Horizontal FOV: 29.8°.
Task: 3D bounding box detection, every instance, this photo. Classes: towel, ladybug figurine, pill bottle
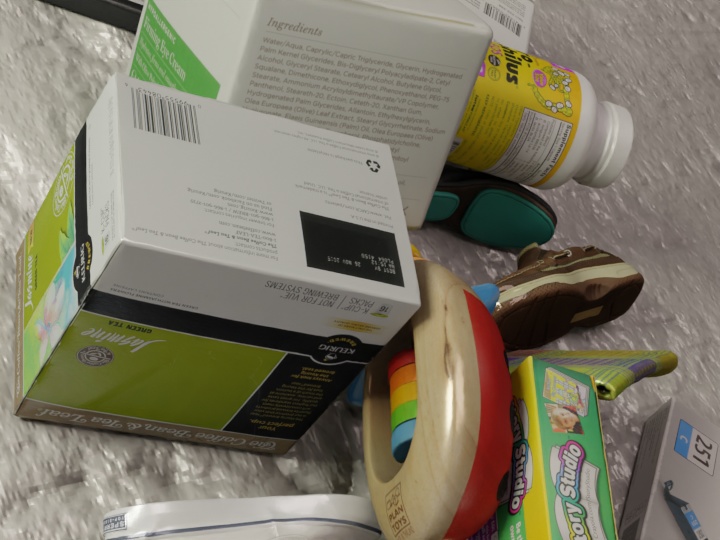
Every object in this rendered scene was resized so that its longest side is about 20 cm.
[{"bbox_3d":[0.150,0.076,1.009,0.200,0.142,0.023,-3,93,-66],"label":"towel"},{"bbox_3d":[0.051,0.089,0.860,0.071,0.136,0.202,11,57,-19],"label":"ladybug figurine"},{"bbox_3d":[0.126,-0.130,1.129,0.198,0.104,0.105,15,46,-22],"label":"pill bottle"}]

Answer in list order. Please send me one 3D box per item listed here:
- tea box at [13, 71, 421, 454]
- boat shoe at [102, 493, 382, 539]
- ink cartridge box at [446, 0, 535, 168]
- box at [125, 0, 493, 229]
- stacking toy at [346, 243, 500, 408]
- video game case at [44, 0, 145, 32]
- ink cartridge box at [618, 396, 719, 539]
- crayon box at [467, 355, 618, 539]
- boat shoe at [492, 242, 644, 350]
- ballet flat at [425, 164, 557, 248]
[{"bbox_3d":[-0.099,0.006,0.866,0.198,0.197,0.135,13,48,-29],"label":"tea box"},{"bbox_3d":[-0.068,0.178,0.846,0.198,0.073,0.066,3,70,-33],"label":"boat shoe"},{"bbox_3d":[0.076,-0.206,1.270,0.145,0.084,0.201,30,42,-12],"label":"ink cartridge box"},{"bbox_3d":[-0.047,-0.157,1.021,0.198,0.173,0.199,6,28,-31],"label":"box"},{"bbox_3d":[0.000,0.000,1.033,0.115,0.110,0.200,-10,50,-40],"label":"stacking toy"},{"bbox_3d":[-0.259,-0.294,1.143,0.198,0.026,0.182,16,47,-24],"label":"video game case"},{"bbox_3d":[0.294,0.223,1.086,0.175,0.045,0.201,35,41,-5],"label":"ink cartridge box"},{"bbox_3d":[0.093,0.186,0.869,0.058,0.173,0.201,20,45,-21],"label":"crayon box"},{"bbox_3d":[0.155,0.015,1.155,0.201,0.075,0.075,-5,44,-46],"label":"boat shoe"},{"bbox_3d":[0.083,-0.070,1.170,0.198,0.073,0.074,9,49,-28],"label":"ballet flat"}]
